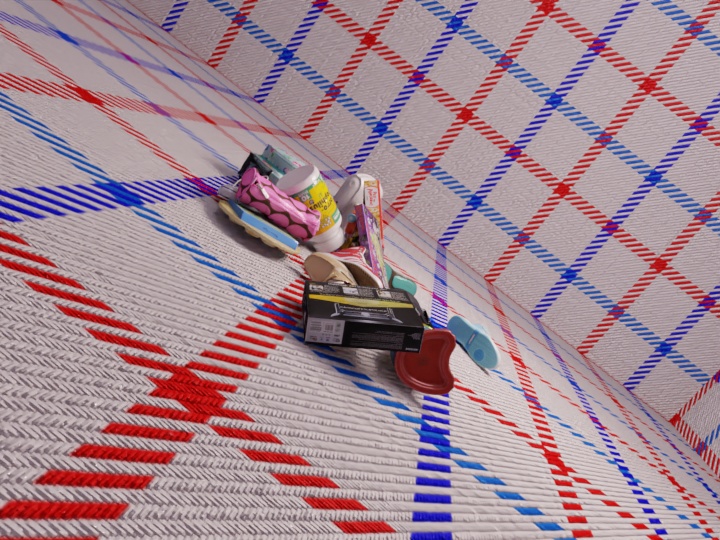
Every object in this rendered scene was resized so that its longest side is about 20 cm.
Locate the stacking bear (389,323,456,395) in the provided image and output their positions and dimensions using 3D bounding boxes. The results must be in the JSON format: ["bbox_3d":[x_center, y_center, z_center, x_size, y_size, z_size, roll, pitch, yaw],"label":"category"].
[{"bbox_3d":[0.112,0.151,1.124,0.113,0.122,0.200,0,8,-2],"label":"stacking bear"}]

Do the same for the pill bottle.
[{"bbox_3d":[-0.113,-0.143,1.388,0.201,0.112,0.113,63,-2,-31],"label":"pill bottle"}]

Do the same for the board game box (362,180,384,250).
[{"bbox_3d":[0.034,-0.129,1.607,0.152,0.046,0.201,93,-6,-71],"label":"board game box"}]

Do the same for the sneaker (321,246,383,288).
[{"bbox_3d":[0.000,0.000,1.267,0.112,0.072,0.199,-14,31,-43],"label":"sneaker"}]

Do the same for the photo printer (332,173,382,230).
[{"bbox_3d":[-0.021,-0.203,1.754,0.069,0.200,0.166,43,14,24],"label":"photo printer"}]

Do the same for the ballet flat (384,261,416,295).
[{"bbox_3d":[0.071,0.022,1.578,0.199,0.068,0.064,30,-12,-32],"label":"ballet flat"}]

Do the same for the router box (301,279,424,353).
[{"bbox_3d":[-0.002,0.079,1.009,0.199,0.053,0.157,6,21,-9],"label":"router box"}]

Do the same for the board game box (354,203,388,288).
[{"bbox_3d":[0.029,-0.054,1.438,0.120,0.032,0.201,31,47,-62],"label":"board game box"}]

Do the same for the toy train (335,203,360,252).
[{"bbox_3d":[-0.009,-0.104,1.562,0.055,0.151,0.200,24,8,5],"label":"toy train"}]

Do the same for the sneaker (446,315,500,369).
[{"bbox_3d":[0.343,0.205,1.601,0.130,0.080,0.200,22,21,-45],"label":"sneaker"}]

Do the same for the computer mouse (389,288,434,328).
[{"bbox_3d":[0.129,0.085,1.462,0.200,0.046,0.141,40,8,-27],"label":"computer mouse"}]

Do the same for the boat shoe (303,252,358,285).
[{"bbox_3d":[-0.045,0.034,1.174,0.200,0.074,0.069,42,8,14],"label":"boat shoe"}]

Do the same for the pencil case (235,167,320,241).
[{"bbox_3d":[-0.175,-0.140,1.255,0.199,0.091,0.093,30,-22,-29],"label":"pencil case"}]

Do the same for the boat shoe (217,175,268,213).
[{"bbox_3d":[-0.243,-0.184,1.326,0.074,0.087,0.202,25,4,32],"label":"boat shoe"}]

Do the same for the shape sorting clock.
[{"bbox_3d":[-0.215,-0.090,1.220,0.199,0.039,0.200,32,2,-1],"label":"shape sorting clock"}]

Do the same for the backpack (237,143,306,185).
[{"bbox_3d":[-0.198,-0.224,1.507,0.200,0.151,0.177,48,15,23],"label":"backpack"}]
